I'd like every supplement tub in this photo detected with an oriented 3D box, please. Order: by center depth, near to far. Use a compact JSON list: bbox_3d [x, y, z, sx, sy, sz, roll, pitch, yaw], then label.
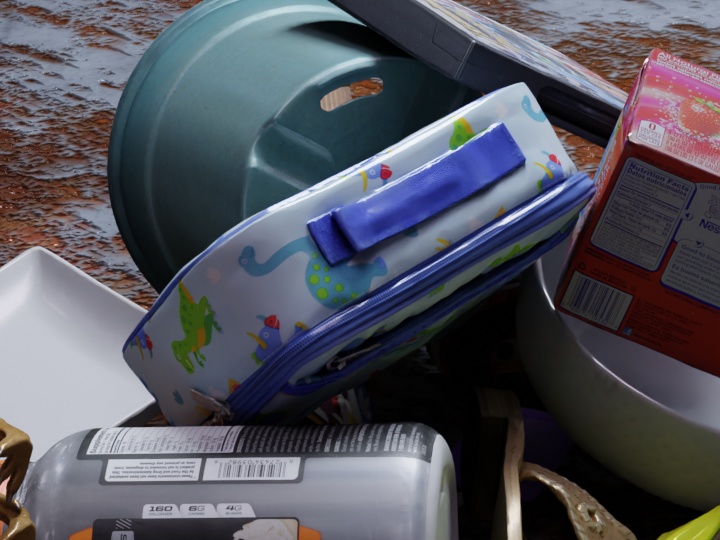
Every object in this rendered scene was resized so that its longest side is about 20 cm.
[{"bbox_3d":[-0.061,0.126,1.105,0.198,0.123,0.123,-2,22,8],"label":"supplement tub"}]

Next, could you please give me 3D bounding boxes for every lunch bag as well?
[{"bbox_3d":[0.000,0.000,1.173,0.199,0.083,0.161,-30,-8,-35],"label":"lunch bag"}]

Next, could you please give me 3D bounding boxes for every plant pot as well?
[{"bbox_3d":[-0.015,-0.045,1.376,0.199,0.202,0.196,-10,12,-16],"label":"plant pot"}]

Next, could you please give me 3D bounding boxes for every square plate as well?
[{"bbox_3d":[-0.192,0.075,1.318,0.198,0.029,0.200,-36,33,-20],"label":"square plate"}]

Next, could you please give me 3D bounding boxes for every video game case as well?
[{"bbox_3d":[0.075,-0.104,1.328,0.180,0.026,0.200,22,10,-32],"label":"video game case"}]

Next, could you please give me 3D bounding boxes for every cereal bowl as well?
[{"bbox_3d":[0.162,0.049,1.268,0.199,0.084,0.201,15,35,-11],"label":"cereal bowl"}]

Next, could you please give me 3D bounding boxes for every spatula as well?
[{"bbox_3d":[0.041,0.115,1.251,0.056,0.021,0.200,12,27,26],"label":"spatula"}]

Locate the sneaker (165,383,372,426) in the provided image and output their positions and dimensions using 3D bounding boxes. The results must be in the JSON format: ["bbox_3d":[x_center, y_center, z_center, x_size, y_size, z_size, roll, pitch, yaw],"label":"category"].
[{"bbox_3d":[-0.025,0.079,1.282,0.090,0.075,0.200,-19,27,-22],"label":"sneaker"}]

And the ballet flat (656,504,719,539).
[{"bbox_3d":[0.119,0.155,1.100,0.067,0.067,0.200,-16,10,33],"label":"ballet flat"}]

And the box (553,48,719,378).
[{"bbox_3d":[0.200,-0.006,1.203,0.199,0.100,0.096,22,34,1],"label":"box"}]

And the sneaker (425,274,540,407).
[{"bbox_3d":[0.125,0.012,1.420,0.199,0.078,0.082,-11,21,-18],"label":"sneaker"}]

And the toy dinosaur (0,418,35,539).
[{"bbox_3d":[-0.175,0.076,1.058,0.105,0.061,0.201,8,49,24],"label":"toy dinosaur"}]

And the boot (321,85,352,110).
[{"bbox_3d":[-0.082,-0.111,1.778,0.153,0.074,0.200,-8,19,0],"label":"boot"}]

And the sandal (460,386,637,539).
[{"bbox_3d":[0.088,0.114,1.170,0.069,0.078,0.212,5,25,-5],"label":"sandal"}]
